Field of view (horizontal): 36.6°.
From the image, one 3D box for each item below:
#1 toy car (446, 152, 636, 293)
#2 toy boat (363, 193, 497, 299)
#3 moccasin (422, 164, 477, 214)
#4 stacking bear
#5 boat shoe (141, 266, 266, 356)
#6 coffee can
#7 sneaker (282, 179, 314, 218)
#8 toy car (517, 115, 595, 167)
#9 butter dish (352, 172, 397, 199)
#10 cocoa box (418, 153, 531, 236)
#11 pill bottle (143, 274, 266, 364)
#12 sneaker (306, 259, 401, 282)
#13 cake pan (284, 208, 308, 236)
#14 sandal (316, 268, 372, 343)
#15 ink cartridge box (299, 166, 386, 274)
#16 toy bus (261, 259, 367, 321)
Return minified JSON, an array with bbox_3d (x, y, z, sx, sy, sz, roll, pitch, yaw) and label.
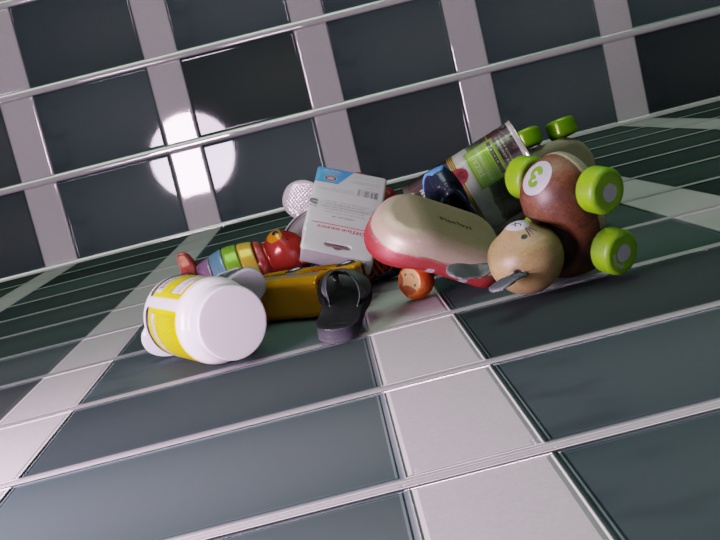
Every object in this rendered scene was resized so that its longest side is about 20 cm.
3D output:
[{"bbox_3d":[0.204,-0.038,1.329,0.199,0.159,0.164,-30,25,-24],"label":"toy car"},{"bbox_3d":[0.092,-0.017,1.495,0.198,0.131,0.131,16,31,-24],"label":"toy boat"},{"bbox_3d":[0.139,-0.064,1.599,0.080,0.200,0.068,-33,45,4],"label":"moccasin"},{"bbox_3d":[-0.177,0.000,1.727,0.198,0.115,0.122,-24,29,0],"label":"stacking bear"},{"bbox_3d":[-0.233,0.055,1.588,0.199,0.072,0.068,-35,20,-14],"label":"boat shoe"},{"bbox_3d":[0.185,-0.122,1.713,0.199,0.147,0.146,-31,6,9],"label":"coffee can"},{"bbox_3d":[-0.042,-0.104,1.954,0.199,0.073,0.114,18,0,35],"label":"sneaker"},{"bbox_3d":[0.319,-0.166,1.996,0.156,0.166,0.200,-18,-3,-26],"label":"toy car"},{"bbox_3d":[0.001,-0.118,2.135,0.197,0.150,0.200,-11,2,13],"label":"butter dish"},{"bbox_3d":[0.211,-0.122,1.904,0.130,0.135,0.200,-16,8,-21],"label":"cocoa box"},{"bbox_3d":[-0.207,0.064,1.446,0.113,0.116,0.199,-18,10,-27],"label":"pill bottle"},{"bbox_3d":[0.000,0.000,1.728,0.198,0.076,0.079,-18,20,11],"label":"sneaker"},{"bbox_3d":[-0.034,-0.054,1.855,0.198,0.037,0.201,-12,-31,-7],"label":"cake pan"},{"bbox_3d":[-0.022,0.034,1.445,0.075,0.043,0.200,-8,21,1],"label":"sandal"},{"bbox_3d":[-0.029,-0.066,1.681,0.114,0.067,0.201,11,43,0],"label":"ink cartridge box"},{"bbox_3d":[-0.079,0.032,1.611,0.199,0.066,0.078,-6,12,42],"label":"toy bus"}]
